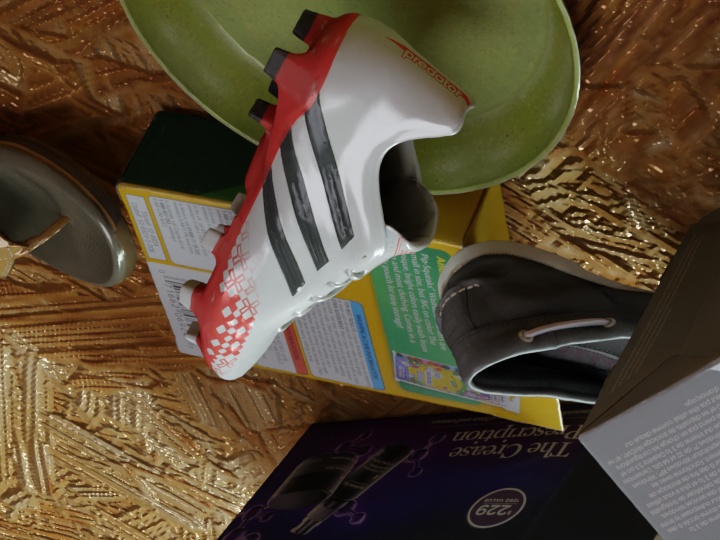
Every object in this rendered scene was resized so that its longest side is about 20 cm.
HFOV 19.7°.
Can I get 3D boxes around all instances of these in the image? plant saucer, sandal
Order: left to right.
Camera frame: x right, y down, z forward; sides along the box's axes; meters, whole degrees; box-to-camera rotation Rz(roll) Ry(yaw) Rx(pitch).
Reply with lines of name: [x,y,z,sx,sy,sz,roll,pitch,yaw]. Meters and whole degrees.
sandal: [-0.191,-0.032,1.000,0.199,0.054,0.081,22,147,24]
plant saucer: [-0.004,-0.108,0.821,0.198,0.031,0.201,17,147,12]

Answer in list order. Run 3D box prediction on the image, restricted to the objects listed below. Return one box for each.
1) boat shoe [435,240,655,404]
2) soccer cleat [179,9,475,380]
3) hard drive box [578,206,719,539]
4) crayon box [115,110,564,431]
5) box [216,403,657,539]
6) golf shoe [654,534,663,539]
boat shoe: [0.124,0.039,0.865,0.198,0.057,0.067,11,138,-18]
soccer cleat: [-0.015,-0.016,0.845,0.085,0.069,0.201,28,132,6]
hard drive box: [0.192,0.077,0.782,0.077,0.156,0.200,-33,103,40]
crayon box: [0.000,0.000,0.949,0.198,0.052,0.126,11,144,21]
box: [0.031,0.140,1.032,0.199,0.141,0.079,-8,121,38]
golf shoe: [0.083,0.174,1.068,0.199,0.092,0.073,-31,143,1]
